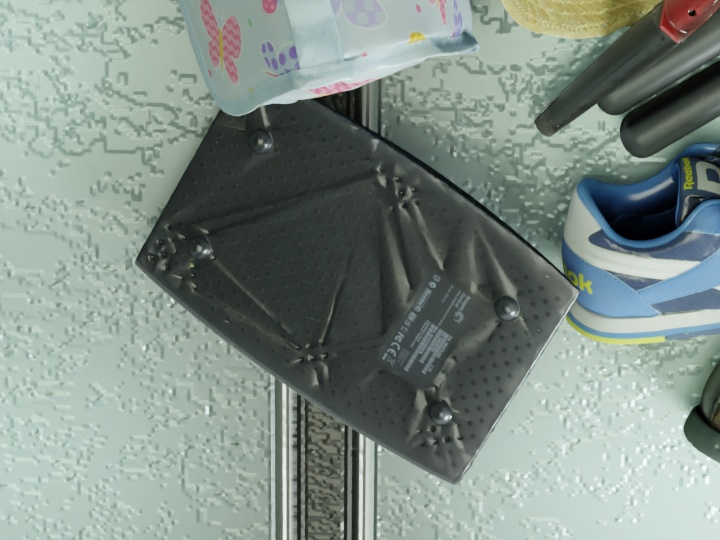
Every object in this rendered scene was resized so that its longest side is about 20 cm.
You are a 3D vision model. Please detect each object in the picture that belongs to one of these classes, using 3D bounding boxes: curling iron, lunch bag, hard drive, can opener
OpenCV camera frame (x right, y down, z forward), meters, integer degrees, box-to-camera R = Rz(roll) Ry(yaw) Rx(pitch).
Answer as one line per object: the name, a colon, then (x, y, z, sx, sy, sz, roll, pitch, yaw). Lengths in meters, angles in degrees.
curling iron: (0.156, -0.113, 1.182, 0.200, 0.026, 0.050, -30, 82, 34)
lunch bag: (-0.028, -0.162, 1.122, 0.127, 0.200, 0.170, -15, 95, 8)
hard drive: (0.000, 0.000, 1.258, 0.200, 0.042, 0.135, 34, 110, 8)
can opener: (0.205, -0.117, 1.208, 0.200, 0.067, 0.053, -31, 105, 14)

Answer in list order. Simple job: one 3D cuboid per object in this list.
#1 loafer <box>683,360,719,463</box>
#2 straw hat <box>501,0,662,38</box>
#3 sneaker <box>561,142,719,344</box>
loafer: (0.266, 0.097, 1.283, 0.199, 0.072, 0.063, 22, 104, -2)
straw hat: (0.125, -0.208, 1.166, 0.200, 0.085, 0.201, -23, 143, -18)
sneaker: (0.193, -0.019, 1.235, 0.199, 0.074, 0.082, -10, 122, 6)
